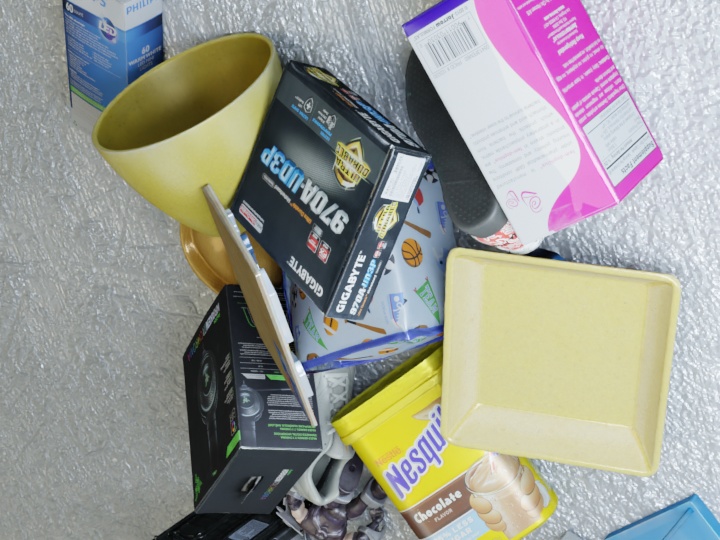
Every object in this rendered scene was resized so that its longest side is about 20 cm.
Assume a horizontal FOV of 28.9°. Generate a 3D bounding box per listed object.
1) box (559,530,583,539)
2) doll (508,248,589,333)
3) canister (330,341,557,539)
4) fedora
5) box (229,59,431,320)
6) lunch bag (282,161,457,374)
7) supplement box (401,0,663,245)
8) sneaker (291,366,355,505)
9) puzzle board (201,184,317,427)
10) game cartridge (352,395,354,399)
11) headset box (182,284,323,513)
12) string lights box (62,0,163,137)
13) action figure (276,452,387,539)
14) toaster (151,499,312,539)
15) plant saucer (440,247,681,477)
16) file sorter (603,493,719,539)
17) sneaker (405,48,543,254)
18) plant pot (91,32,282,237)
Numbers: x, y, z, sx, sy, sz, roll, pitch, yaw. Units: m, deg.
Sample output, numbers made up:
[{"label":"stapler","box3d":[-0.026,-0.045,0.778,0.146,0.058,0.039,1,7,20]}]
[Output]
[{"label":"box","box3d":[0.183,0.403,1.412,0.104,0.184,0.201,32,138,23]},{"label":"doll","box3d":[0.155,0.039,1.274,0.135,0.048,0.202,0,117,31]},{"label":"canister","box3d":[0.087,0.189,1.398,0.148,0.087,0.201,-36,92,12]},{"label":"fedora","box3d":[-0.135,-0.030,1.510,0.200,0.082,0.202,28,136,31]},{"label":"box","box3d":[-0.031,-0.075,1.232,0.200,0.046,0.160,45,119,47]},{"label":"lunch bag","box3d":[0.000,0.000,1.323,0.199,0.123,0.172,-21,76,45]},{"label":"supplement box","box3d":[0.139,-0.139,1.108,0.101,0.103,0.201,-23,98,41]},{"label":"sneaker","box3d":[-0.029,0.156,1.493,0.092,0.075,0.202,30,113,56]},{"label":"puzzle board","box3d":[-0.090,0.033,1.308,0.151,0.017,0.201,54,167,48]},{"label":"game cartridge","box3d":[-0.089,0.128,1.619,0.200,0.041,0.134,43,137,16]},{"label":"headset box","box3d":[-0.118,0.146,1.480,0.174,0.092,0.202,127,141,-52]},{"label":"string lights box","box3d":[-0.268,-0.231,1.523,0.102,0.059,0.201,32,137,27]},{"label":"action figure","box3d":[-0.021,0.270,1.607,0.129,0.070,0.200,24,142,-11]},{"label":"toaster","box3d":[-0.151,0.363,1.730,0.180,0.199,0.120,4,116,44]},{"label":"plant saucer","box3d":[0.174,0.072,1.227,0.198,0.049,0.202,8,118,14]},{"label":"file sorter","box3d":[0.299,0.338,1.288,0.201,0.122,0.139,52,142,4]},{"label":"sneaker","box3d":[0.103,-0.107,1.207,0.067,0.108,0.203,-28,60,26]},{"label":"plant pot","box3d":[-0.145,-0.119,1.381,0.199,0.200,0.143,7,134,44]}]
